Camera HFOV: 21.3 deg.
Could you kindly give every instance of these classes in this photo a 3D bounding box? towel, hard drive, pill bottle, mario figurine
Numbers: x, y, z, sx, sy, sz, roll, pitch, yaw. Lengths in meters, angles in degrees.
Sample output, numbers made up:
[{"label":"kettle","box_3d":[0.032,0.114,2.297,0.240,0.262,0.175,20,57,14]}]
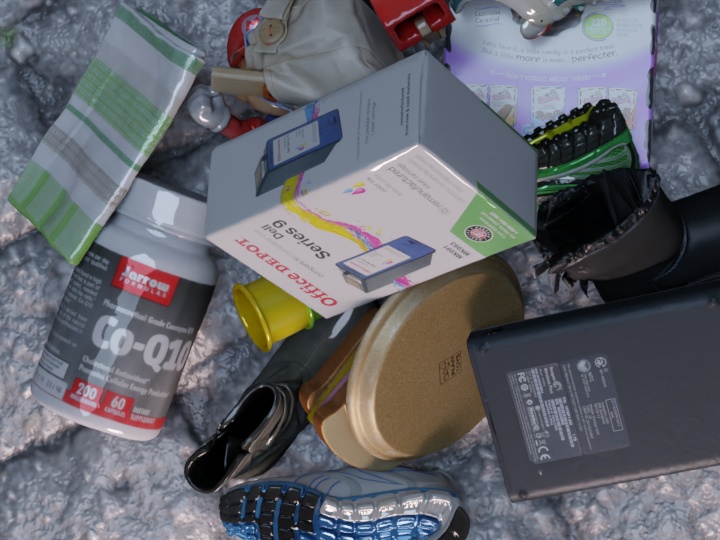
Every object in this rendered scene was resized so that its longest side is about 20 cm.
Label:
[{"label":"towel","box_3d":[-0.212,-0.116,1.563,0.031,0.149,0.200,30,95,-35]},{"label":"hard drive","box_3d":[0.196,0.094,1.466,0.200,0.033,0.140,-12,104,15]},{"label":"pill bottle","box_3d":[-0.184,0.027,1.562,0.114,0.114,0.200,21,94,8]},{"label":"mario figurine","box_3d":[-0.060,-0.114,1.542,0.106,0.123,0.200,-11,97,52]}]

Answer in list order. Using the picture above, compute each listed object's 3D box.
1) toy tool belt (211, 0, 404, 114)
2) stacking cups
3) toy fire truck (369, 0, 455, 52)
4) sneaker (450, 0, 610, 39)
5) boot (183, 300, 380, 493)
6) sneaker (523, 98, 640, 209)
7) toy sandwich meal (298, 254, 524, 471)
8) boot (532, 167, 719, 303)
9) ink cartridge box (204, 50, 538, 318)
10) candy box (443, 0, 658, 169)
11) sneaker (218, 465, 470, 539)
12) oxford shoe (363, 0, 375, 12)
[{"label":"toy tool belt","box_3d":[-0.028,-0.141,1.459,0.123,0.200,0.125,-22,71,15]},{"label":"stacking cups","box_3d":[0.000,0.000,1.526,0.200,0.061,0.061,-23,86,-17]},{"label":"toy fire truck","box_3d":[0.032,-0.222,1.477,0.049,0.200,0.141,-31,75,7]},{"label":"sneaker","box_3d":[0.161,-0.222,1.468,0.200,0.070,0.093,9,109,7]},{"label":"boot","box_3d":[-0.057,0.096,1.534,0.068,0.131,0.200,37,95,7]},{"label":"sneaker","box_3d":[0.123,-0.051,1.475,0.200,0.078,0.085,-23,110,19]},{"label":"toy sandwich meal","box_3d":[0.045,0.066,1.515,0.070,0.205,0.205,33,96,40]},{"label":"boot","box_3d":[0.230,-0.039,1.429,0.198,0.162,0.073,-29,61,18]},{"label":"ink cartridge box","box_3d":[0.008,-0.057,1.389,0.200,0.145,0.088,-20,51,33]},{"label":"candy box","box_3d":[0.153,-0.181,1.532,0.168,0.072,0.200,3,91,9]},{"label":"sneaker","box_3d":[-0.013,0.190,1.549,0.200,0.087,0.075,3,114,-1]},{"label":"oxford shoe","box_3d":[-0.056,-0.252,1.569,0.073,0.084,0.200,-49,65,20]}]
